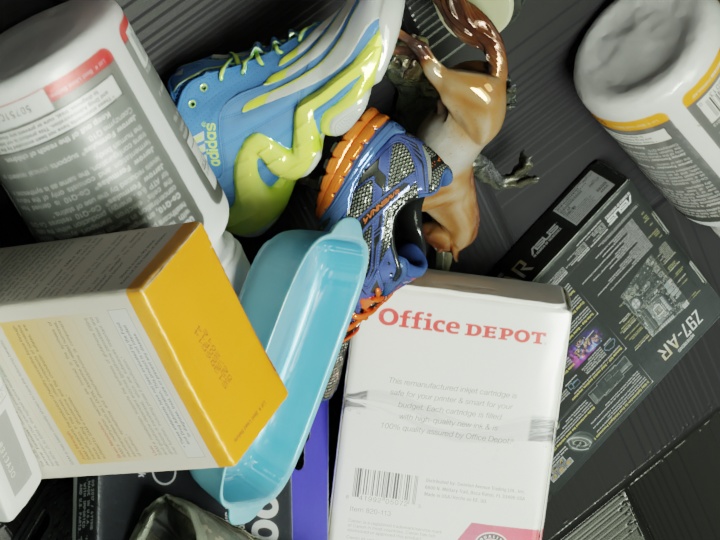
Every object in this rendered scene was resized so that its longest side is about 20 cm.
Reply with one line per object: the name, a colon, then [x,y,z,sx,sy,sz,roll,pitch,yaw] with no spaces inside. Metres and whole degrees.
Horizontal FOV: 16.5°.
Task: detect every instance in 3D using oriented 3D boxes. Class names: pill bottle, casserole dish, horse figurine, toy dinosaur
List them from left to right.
pill bottle: [-0.150,-0.053,1.484,0.114,0.114,0.200,-34,113,-15]
casserole dish: [-0.053,0.056,1.511,0.121,0.039,0.201,6,104,-69]
horse figurine: [0.043,-0.097,1.608,0.132,0.050,0.200,22,123,-6]
toy dinosaur: [0.069,-0.084,1.675,0.088,0.047,0.200,-17,120,-6]
pill bottle: [0.244,-0.103,1.735,0.116,0.116,0.200,-49,129,-3]

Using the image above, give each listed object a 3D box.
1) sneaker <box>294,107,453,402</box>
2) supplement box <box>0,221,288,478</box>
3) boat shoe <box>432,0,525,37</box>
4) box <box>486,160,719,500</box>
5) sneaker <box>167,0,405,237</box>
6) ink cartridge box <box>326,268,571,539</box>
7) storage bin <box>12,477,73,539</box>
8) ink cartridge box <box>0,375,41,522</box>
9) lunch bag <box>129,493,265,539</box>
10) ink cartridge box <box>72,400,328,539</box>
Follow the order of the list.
sneaker: [0.000,0.000,1.582,0.075,0.078,0.200,-38,148,-64]
supplement box: [-0.158,0.050,1.438,0.074,0.200,0.126,-53,127,-44]
boat shoe: [0.063,-0.251,1.587,0.063,0.073,0.202,-48,128,-56]
box: [0.153,0.045,1.790,0.200,0.044,0.160,-47,128,-5]
sneaker: [-0.058,-0.113,1.536,0.105,0.076,0.200,29,115,-14]
ink cartridge box: [0.060,0.103,1.679,0.146,0.083,0.201,7,102,1]
storage bin: [-0.141,0.234,1.661,0.200,0.094,0.135,30,94,-39]
ink cartridge box: [-0.300,0.068,1.449,0.050,0.199,0.161,-56,139,-44]
lunch bag: [-0.068,0.247,1.499,0.164,0.200,0.118,29,130,-33]
ink cartridge box: [-0.091,0.095,1.599,0.200,0.043,0.199,9,73,-36]
